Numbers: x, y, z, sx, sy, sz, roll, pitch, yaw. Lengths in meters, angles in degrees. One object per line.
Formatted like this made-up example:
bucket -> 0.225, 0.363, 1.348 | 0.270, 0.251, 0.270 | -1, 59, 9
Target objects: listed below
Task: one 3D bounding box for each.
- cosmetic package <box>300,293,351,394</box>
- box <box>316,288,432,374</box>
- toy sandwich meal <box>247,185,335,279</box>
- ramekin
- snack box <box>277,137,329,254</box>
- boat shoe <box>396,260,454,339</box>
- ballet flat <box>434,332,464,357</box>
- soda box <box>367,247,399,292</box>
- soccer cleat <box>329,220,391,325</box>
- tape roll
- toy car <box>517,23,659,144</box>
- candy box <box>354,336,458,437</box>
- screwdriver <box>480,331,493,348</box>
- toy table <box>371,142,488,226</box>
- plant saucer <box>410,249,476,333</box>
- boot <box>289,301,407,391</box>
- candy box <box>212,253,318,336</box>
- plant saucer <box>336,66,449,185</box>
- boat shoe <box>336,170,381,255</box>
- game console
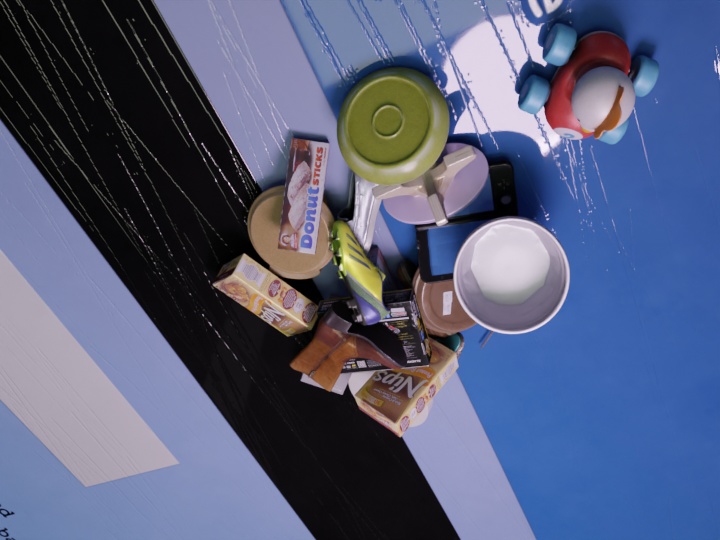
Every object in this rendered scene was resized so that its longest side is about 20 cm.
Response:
cosmetic package -> -0.052, 0.161, 1.578 | 0.105, 0.091, 0.202 | 17, 123, -4
box -> 0.029, 0.123, 1.453 | 0.197, 0.050, 0.162 | -8, 119, 19
toy sandwich meal -> -0.125, -0.078, 1.427 | 0.201, 0.070, 0.208 | 6, 119, 11
ramekin -> 0.263, 0.001, 1.290 | 0.196, 0.105, 0.204 | 2, 103, 10
snack box -> -0.104, -0.135, 1.340 | 0.071, 0.024, 0.204 | 8, 94, -1
boat shoe -> 0.122, 0.070, 1.502 | 0.067, 0.072, 0.201 | -24, 116, 28
ballet flat -> 0.163, 0.191, 1.601 | 0.199, 0.069, 0.075 | -33, 139, 32
soda box -> 0.045, 0.056, 1.500 | 0.063, 0.069, 0.202 | -17, 124, 17
soccer cleat -> 0.000, 0.000, 1.360 | 0.083, 0.065, 0.203 | -19, 95, -14
tape roll -> 0.067, 0.269, 1.631 | 0.200, 0.037, 0.205 | 20, 139, 19
toy car -> 0.366, -0.262, 1.151 | 0.182, 0.201, 0.178 | 18, 127, -7
candy box -> 0.095, 0.224, 1.492 | 0.115, 0.200, 0.056 | 27, 150, 35
screwdriver -> 0.298, 0.091, 1.532 | 0.028, 0.029, 0.201 | 20, 129, -10
toy table -> 0.120, -0.161, 1.270 | 0.199, 0.117, 0.185 | -34, 77, 11
plant saucer -> 0.193, 0.037, 1.446 | 0.197, 0.030, 0.203 | -8, 115, -16
boot -> -0.026, 0.180, 1.435 | 0.186, 0.069, 0.201 | 29, 126, -7
candy box -> -0.191, 0.053, 1.496 | 0.199, 0.056, 0.115 | 37, 153, -19
plant saucer -> 0.049, -0.245, 1.223 | 0.196, 0.031, 0.204 | -1, 85, 16
boat shoe -> -0.011, -0.102, 1.385 | 0.070, 0.070, 0.203 | 3, 122, -18
game console -> 0.192, -0.088, 1.346 | 0.196, 0.120, 0.174 | -8, 132, 11
